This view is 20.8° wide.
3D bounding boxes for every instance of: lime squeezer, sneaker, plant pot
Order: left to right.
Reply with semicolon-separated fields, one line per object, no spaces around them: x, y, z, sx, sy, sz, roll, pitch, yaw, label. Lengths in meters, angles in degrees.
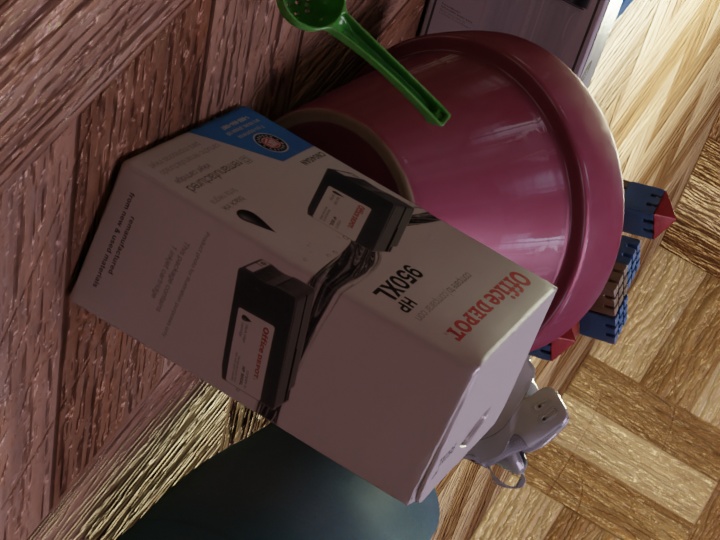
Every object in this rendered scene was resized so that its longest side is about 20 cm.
-0.047;0.193;1.271;0.188;0.199;0.201;-49;164;-37;plant pot
-0.022;-0.145;0.936;0.038;0.071;0.201;-40;133;-13;lime squeezer
0.028;-0.036;1.136;0.178;0.199;0.201;-11;132;-55;plant pot
0.115;0.057;1.419;0.201;0.114;0.075;-59;171;-2;sneaker

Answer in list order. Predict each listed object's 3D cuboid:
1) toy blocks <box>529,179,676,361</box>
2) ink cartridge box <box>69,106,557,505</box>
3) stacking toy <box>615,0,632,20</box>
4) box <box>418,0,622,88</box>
0.125;-0.001;1.311;0.201;0.136;0.100;-57;154;-37;toy blocks
-0.019;0.012;0.975;0.085;0.199;0.145;-65;168;24;ink cartridge box
0.166;-0.275;1.365;0.116;0.109;0.201;-50;-167;57;stacking toy
0.110;-0.179;1.275;0.060;0.116;0.201;-50;163;-40;box
